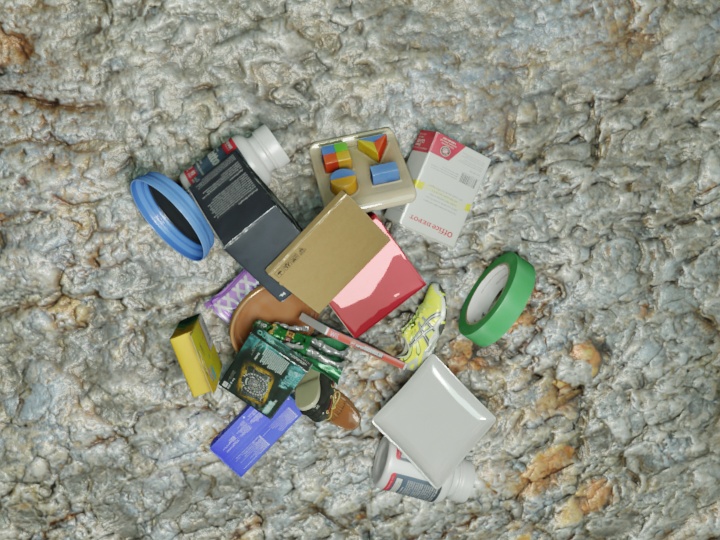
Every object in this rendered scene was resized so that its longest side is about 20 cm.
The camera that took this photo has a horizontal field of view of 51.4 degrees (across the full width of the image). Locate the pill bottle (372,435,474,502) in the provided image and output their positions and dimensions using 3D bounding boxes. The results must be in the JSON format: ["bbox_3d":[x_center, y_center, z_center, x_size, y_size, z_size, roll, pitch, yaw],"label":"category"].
[{"bbox_3d":[0.137,0.431,1.610,0.199,0.120,0.120,18,95,-9],"label":"pill bottle"}]

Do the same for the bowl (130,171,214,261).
[{"bbox_3d":[-0.362,-0.106,1.452,0.201,0.200,0.039,49,64,-10],"label":"bowl"}]

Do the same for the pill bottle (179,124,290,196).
[{"bbox_3d":[-0.246,-0.198,1.487,0.200,0.120,0.120,-36,100,-2],"label":"pill bottle"}]

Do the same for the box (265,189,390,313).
[{"bbox_3d":[-0.055,-0.029,1.368,0.200,0.021,0.163,-46,136,2],"label":"box"}]

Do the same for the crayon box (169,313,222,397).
[{"bbox_3d":[-0.325,0.169,1.485,0.051,0.200,0.128,-20,99,-4],"label":"crayon box"}]

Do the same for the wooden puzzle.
[{"bbox_3d":[0.001,-0.206,1.498,0.184,0.046,0.201,-12,54,-5],"label":"wooden puzzle"}]

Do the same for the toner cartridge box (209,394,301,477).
[{"bbox_3d":[-0.219,0.335,1.599,0.200,0.043,0.095,-45,101,0],"label":"toner cartridge box"}]

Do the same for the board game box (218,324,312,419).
[{"bbox_3d":[-0.193,0.208,1.493,0.135,0.028,0.200,35,132,-3],"label":"board game box"}]

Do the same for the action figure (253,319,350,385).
[{"bbox_3d":[-0.121,0.145,1.489,0.199,0.118,0.055,21,124,-3],"label":"action figure"}]

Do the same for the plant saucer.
[{"bbox_3d":[-0.179,0.098,1.535,0.199,0.037,0.201,-18,129,-23],"label":"plant saucer"}]

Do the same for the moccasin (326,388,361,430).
[{"bbox_3d":[-0.079,0.270,1.590,0.074,0.078,0.201,-43,100,0],"label":"moccasin"}]

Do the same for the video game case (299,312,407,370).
[{"bbox_3d":[-0.016,0.144,1.523,0.199,0.143,0.018,27,87,-27],"label":"video game case"}]

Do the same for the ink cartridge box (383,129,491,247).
[{"bbox_3d":[0.157,-0.168,1.542,0.145,0.083,0.201,22,94,-27],"label":"ink cartridge box"}]

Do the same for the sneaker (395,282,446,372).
[{"bbox_3d":[0.131,0.123,1.599,0.076,0.075,0.201,13,95,-10],"label":"sneaker"}]

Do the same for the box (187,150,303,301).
[{"bbox_3d":[-0.191,-0.081,1.391,0.124,0.197,0.200,-38,140,2],"label":"box"}]

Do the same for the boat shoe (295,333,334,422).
[{"bbox_3d":[-0.088,0.217,1.531,0.073,0.202,0.063,-21,128,22],"label":"boat shoe"}]

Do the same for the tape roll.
[{"bbox_3d":[0.280,0.059,1.545,0.048,0.200,0.201,32,93,-10],"label":"tape roll"}]

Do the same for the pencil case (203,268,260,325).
[{"bbox_3d":[-0.221,0.024,1.536,0.200,0.084,0.085,-48,137,0],"label":"pencil case"}]

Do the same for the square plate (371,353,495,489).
[{"bbox_3d":[0.153,0.312,1.557,0.198,0.028,0.200,46,71,0],"label":"square plate"}]

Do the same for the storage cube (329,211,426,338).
[{"bbox_3d":[0.000,0.000,1.519,0.179,0.171,0.200,-38,101,1],"label":"storage cube"}]
